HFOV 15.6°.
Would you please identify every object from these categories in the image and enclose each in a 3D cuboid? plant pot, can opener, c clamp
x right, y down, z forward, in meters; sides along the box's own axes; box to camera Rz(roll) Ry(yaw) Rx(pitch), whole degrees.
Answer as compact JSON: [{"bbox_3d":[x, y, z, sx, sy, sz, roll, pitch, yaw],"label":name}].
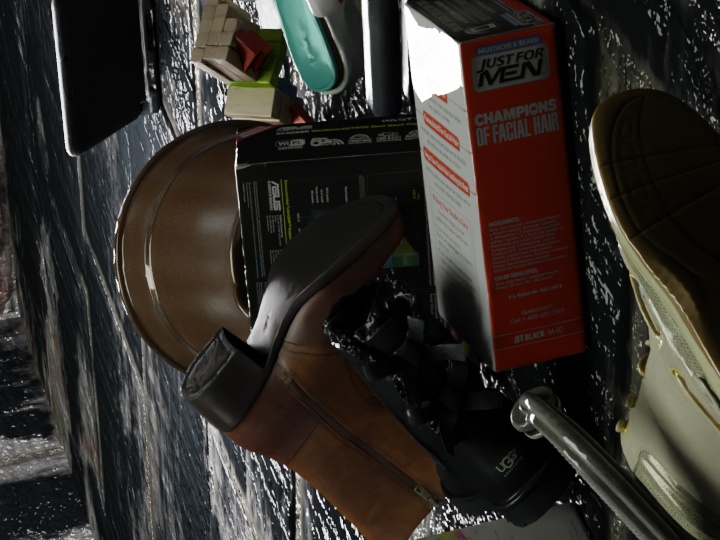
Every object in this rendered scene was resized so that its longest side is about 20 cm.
[{"bbox_3d":[-0.056,-0.011,1.886,0.198,0.199,0.202,-176,75,-69],"label":"plant pot"},{"bbox_3d":[0.029,-0.180,1.665,0.067,0.053,0.201,-119,21,-52],"label":"can opener"},{"bbox_3d":[0.137,0.123,1.333,0.200,0.027,0.171,47,180,-30],"label":"c clamp"}]

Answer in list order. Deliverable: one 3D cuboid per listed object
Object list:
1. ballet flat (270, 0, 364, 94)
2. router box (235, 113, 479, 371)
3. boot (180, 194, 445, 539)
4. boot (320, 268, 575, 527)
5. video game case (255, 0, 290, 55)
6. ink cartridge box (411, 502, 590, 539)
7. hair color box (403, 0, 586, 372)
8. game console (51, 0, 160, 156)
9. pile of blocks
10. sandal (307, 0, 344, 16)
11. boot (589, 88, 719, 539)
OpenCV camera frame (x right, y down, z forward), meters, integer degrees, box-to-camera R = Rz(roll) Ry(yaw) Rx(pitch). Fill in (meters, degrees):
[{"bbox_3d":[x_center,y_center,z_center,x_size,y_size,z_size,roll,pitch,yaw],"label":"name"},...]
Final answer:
[{"bbox_3d":[-0.041,-0.223,1.839,0.201,0.069,0.069,69,168,-12],"label":"ballet flat"},{"bbox_3d":[0.000,0.000,1.707,0.062,0.149,0.201,-93,-1,-63],"label":"router box"},{"bbox_3d":[0.015,0.070,1.673,0.200,0.189,0.068,37,-176,-27],"label":"boot"},{"bbox_3d":[0.044,0.075,1.599,0.162,0.073,0.198,45,175,-9],"label":"boot"},{"bbox_3d":[-0.074,-0.293,2.050,0.182,0.023,0.201,116,140,-69],"label":"video game case"},{"bbox_3d":[0.045,0.221,1.617,0.118,0.199,0.068,95,159,-49],"label":"ink cartridge box"},{"bbox_3d":[0.079,-0.056,1.543,0.111,0.063,0.201,-132,31,-66],"label":"hair color box"},{"bbox_3d":[-0.272,-0.251,2.686,0.176,0.116,0.201,-119,23,-50],"label":"game console"},{"bbox_3d":[-0.060,-0.134,2.051,0.062,0.082,0.201,6,140,33],"label":"pile of blocks"},{"bbox_3d":[-0.011,-0.232,1.740,0.203,0.049,0.083,-87,-21,-52],"label":"sandal"},{"bbox_3d":[0.156,0.027,1.277,0.155,0.072,0.201,101,147,-61],"label":"boot"}]
